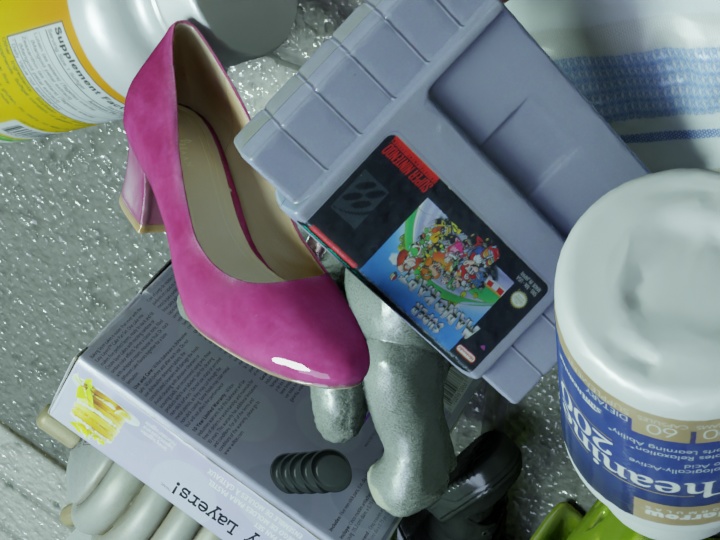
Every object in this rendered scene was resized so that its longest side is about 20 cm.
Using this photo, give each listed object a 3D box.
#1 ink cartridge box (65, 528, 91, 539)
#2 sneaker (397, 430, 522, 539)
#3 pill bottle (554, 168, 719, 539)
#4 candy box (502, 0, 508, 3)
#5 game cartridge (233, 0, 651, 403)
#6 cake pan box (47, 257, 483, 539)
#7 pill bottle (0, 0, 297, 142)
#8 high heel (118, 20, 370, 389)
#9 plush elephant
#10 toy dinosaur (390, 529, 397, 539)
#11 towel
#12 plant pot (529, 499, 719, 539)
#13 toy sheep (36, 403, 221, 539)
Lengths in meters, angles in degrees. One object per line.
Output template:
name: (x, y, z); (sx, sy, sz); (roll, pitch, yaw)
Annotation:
ink cartridge box: (-0.199, 0.314, 1.219); (0.146, 0.200, 0.146); (25, 134, 16)
sneaker: (0.071, 0.174, 1.020); (0.104, 0.060, 0.200); (43, 143, 0)
pill bottle: (0.144, 0.051, 0.745); (0.111, 0.111, 0.200); (22, 157, 19)
candy box: (-0.006, -0.207, 0.750); (0.199, 0.055, 0.116); (23, 122, 18)
game cartridge: (0.051, -0.036, 0.744); (0.200, 0.130, 0.038); (42, 179, -34)
cake pan box: (-0.043, 0.064, 0.908); (0.184, 0.200, 0.052); (36, 126, 1)
pill bottle: (-0.133, -0.135, 0.872); (0.199, 0.111, 0.111); (-7, 119, 39)
high heel: (-0.049, -0.031, 0.742); (0.200, 0.067, 0.096); (48, 131, 47)
plush elephant: (0.000, 0.000, 0.858); (0.155, 0.165, 0.200); (22, 151, 48)
toy dinosaur: (0.002, 0.155, 0.970); (0.047, 0.201, 0.088); (-5, 141, 5)
towel: (0.151, -0.069, 0.788); (0.146, 0.024, 0.201); (0, 124, 37)
plant pot: (0.163, 0.228, 0.902); (0.199, 0.200, 0.181); (47, 143, -7)
toy sheep: (-0.129, 0.150, 1.090); (0.200, 0.138, 0.138); (31, 140, -16)
